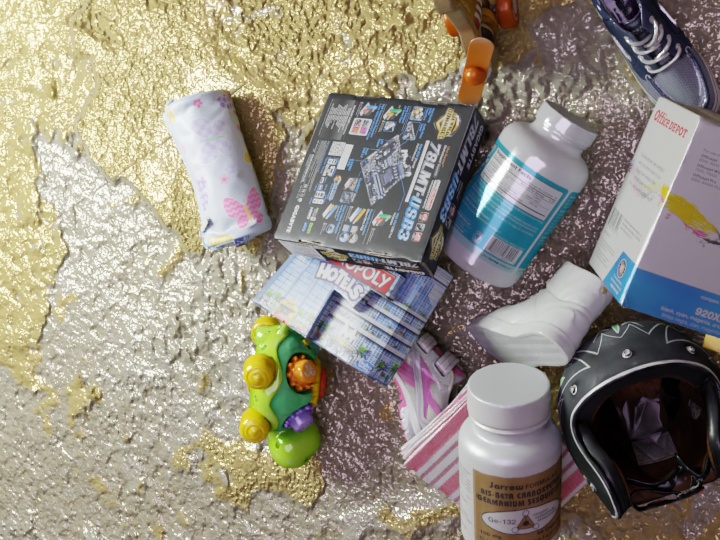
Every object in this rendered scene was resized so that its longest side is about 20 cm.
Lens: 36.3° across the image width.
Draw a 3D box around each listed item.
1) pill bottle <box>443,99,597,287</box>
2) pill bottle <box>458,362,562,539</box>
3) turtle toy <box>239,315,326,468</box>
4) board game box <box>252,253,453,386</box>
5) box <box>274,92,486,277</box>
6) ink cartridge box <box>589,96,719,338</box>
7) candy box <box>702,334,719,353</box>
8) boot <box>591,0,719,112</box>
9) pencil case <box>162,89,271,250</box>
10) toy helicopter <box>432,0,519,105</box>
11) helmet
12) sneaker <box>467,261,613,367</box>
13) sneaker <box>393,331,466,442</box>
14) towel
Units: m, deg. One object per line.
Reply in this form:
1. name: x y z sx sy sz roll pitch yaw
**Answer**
1. pill bottle: 0.179 -0.088 1.229 0.111 0.111 0.200 37 109 12
2. pill bottle: 0.165 0.210 1.213 0.114 0.114 0.201 6 118 21
3. turtle toy: -0.095 0.157 1.374 0.101 0.146 0.201 5 114 -2
4. board game box: 0.000 0.000 1.290 0.200 0.062 0.200 29 89 38
5. box: 0.022 -0.102 1.255 0.198 0.050 0.201 10 71 29
6. ink cartridge box: 0.351 -0.055 1.126 0.144 0.147 0.201 18 107 -6
7. candy box: 0.462 0.097 1.152 0.199 0.102 0.027 22 105 17
8. boot: 0.306 -0.238 1.164 0.073 0.090 0.200 -39 83 22
9. pencil case: -0.179 -0.126 1.379 0.090 0.083 0.201 -17 92 1
10. toy helicopter: 0.112 -0.261 1.178 0.079 0.200 0.133 -4 80 22
11. helmet: 0.302 0.150 1.171 0.200 0.200 0.191 -24 78 23
12. sneaker: 0.208 0.049 1.245 0.074 0.200 0.116 47 72 -16
13. sneaker: 0.080 0.114 1.324 0.088 0.081 0.201 -16 101 22
14. towel: 0.165 0.226 1.301 0.200 0.030 0.146 37 113 -14
